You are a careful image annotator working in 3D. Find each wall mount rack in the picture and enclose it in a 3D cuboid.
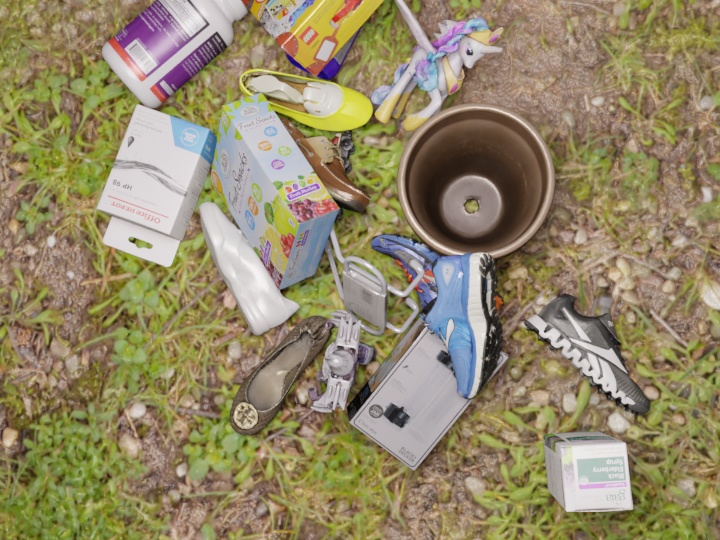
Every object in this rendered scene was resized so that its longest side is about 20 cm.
[{"bbox_3d":[0.000,0.000,1.274,0.173,0.200,0.075,32,67,15],"label":"wall mount rack"}]

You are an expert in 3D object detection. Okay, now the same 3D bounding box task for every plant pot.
[{"bbox_3d":[0.149,-0.103,1.268,0.199,0.175,0.201,0,84,4],"label":"plant pot"}]

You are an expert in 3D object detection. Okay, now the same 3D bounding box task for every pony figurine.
[{"bbox_3d":[0.097,-0.282,1.299,0.200,0.166,0.193,-54,44,25],"label":"pony figurine"}]

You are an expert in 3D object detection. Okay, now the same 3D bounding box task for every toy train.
[{"bbox_3d":[-0.034,-0.161,1.360,0.046,0.034,0.201,9,84,9],"label":"toy train"}]

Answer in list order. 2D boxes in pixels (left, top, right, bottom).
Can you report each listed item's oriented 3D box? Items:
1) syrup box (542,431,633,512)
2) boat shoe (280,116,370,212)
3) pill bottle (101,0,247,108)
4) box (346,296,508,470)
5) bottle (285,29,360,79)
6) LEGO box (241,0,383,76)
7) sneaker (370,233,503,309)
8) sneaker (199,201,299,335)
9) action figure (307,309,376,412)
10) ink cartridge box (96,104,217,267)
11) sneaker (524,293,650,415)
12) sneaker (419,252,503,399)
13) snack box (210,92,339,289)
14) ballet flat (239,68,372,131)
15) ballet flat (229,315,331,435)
[{"bbox_3d":[0.282,0.249,1.204,0.078,0.200,0.082,-5,83,5],"label":"syrup box"},{"bbox_3d":[-0.063,-0.152,1.314,0.200,0.076,0.074,35,93,27],"label":"boat shoe"},{"bbox_3d":[-0.260,-0.332,1.358,0.200,0.112,0.113,-41,82,-2],"label":"pill bottle"},{"bbox_3d":[0.088,0.149,1.272,0.116,0.060,0.200,37,96,-10],"label":"box"},{"bbox_3d":[-0.031,-0.376,1.369,0.083,0.065,0.201,27,86,15],"label":"bottle"},{"bbox_3d":[-0.045,-0.386,1.282,0.200,0.077,0.149,-46,48,11],"label":"LEGO box"},{"bbox_3d":[0.095,0.014,1.311,0.200,0.075,0.079,33,91,9],"label":"sneaker"},{"bbox_3d":[-0.155,-0.014,1.342,0.088,0.075,0.201,-27,87,-12],"label":"sneaker"},{"bbox_3d":[-0.028,0.121,1.242,0.069,0.200,0.131,21,85,7],"label":"action figure"},{"bbox_3d":[-0.292,-0.118,1.358,0.115,0.067,0.201,19,85,6],"label":"ink cartridge box"},{"bbox_3d":[0.322,0.106,1.285,0.200,0.066,0.091,42,90,10],"label":"sneaker"},{"bbox_3d":[0.125,0.068,1.198,0.089,0.079,0.201,7,115,27],"label":"sneaker"},{"bbox_3d":[-0.120,-0.102,1.266,0.067,0.169,0.200,-22,67,-26],"label":"snack box"},{"bbox_3d":[-0.082,-0.242,1.337,0.199,0.067,0.067,17,84,19],"label":"ballet flat"},{"bbox_3d":[-0.112,0.143,1.323,0.067,0.046,0.200,41,88,8],"label":"ballet flat"}]
